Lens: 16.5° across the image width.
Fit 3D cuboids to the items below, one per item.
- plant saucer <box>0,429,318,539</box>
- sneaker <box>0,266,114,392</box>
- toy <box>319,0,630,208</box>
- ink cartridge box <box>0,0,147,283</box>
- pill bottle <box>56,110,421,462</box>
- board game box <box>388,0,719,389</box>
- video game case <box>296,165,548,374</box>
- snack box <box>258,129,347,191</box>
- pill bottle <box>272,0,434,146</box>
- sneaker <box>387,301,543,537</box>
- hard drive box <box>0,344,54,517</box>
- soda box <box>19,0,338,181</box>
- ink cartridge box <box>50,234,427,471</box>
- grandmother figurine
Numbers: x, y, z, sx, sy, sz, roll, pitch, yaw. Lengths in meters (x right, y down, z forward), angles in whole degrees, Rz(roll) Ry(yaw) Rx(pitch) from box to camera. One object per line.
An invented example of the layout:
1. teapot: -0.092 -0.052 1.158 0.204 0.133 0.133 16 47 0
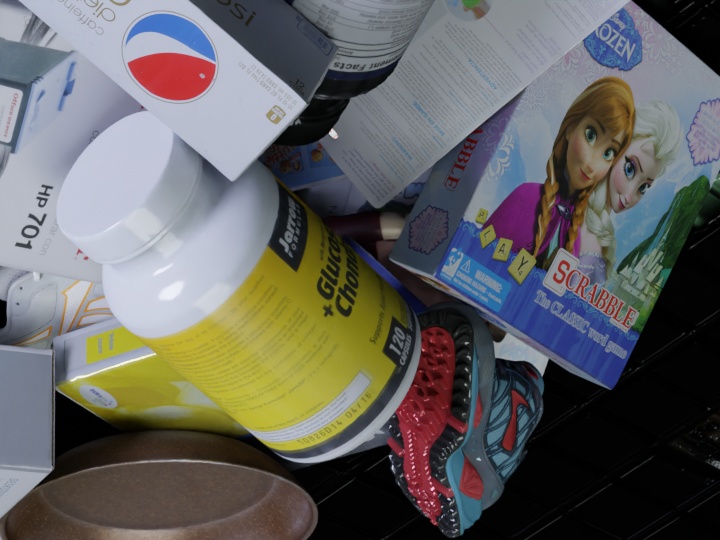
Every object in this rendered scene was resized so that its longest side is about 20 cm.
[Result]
1. plant saucer: -0.126 0.145 1.557 0.199 0.037 0.201 -4 153 -2
2. sneaker: -0.172 0.000 1.482 0.092 0.076 0.200 23 127 -37
3. toy: 0.047 -0.140 1.387 0.200 0.047 0.115 -39 95 29
4. ink cartridge box: -0.205 -0.088 1.300 0.199 0.086 0.147 12 112 -35
5. pill bottle: -0.065 0.007 1.314 0.112 0.112 0.200 -32 128 20
6. board game box: 0.128 -0.055 1.466 0.200 0.041 0.201 30 84 -47
7. video game case: 0.044 0.000 1.560 0.199 0.024 0.183 4 121 -22
8. snack box: 0.012 -0.095 1.455 0.199 0.024 0.072 -14 125 -5
9. pill bottle: -0.012 -0.162 1.298 0.111 0.112 0.200 4 140 -28
10. sneaker: 0.065 0.072 1.502 0.095 0.079 0.201 -37 152 -23
11. hard drive box: -0.296 0.096 1.458 0.199 0.077 0.156 8 157 -24
12. soda box: -0.111 -0.141 1.237 0.200 0.064 0.068 41 124 -9
13. ink cartridge box: -0.050 0.063 1.500 0.199 0.047 0.198 -16 149 23
14. grandmother figurine: 0.000 0.000 1.497 0.199 0.061 0.122 11 127 -22
